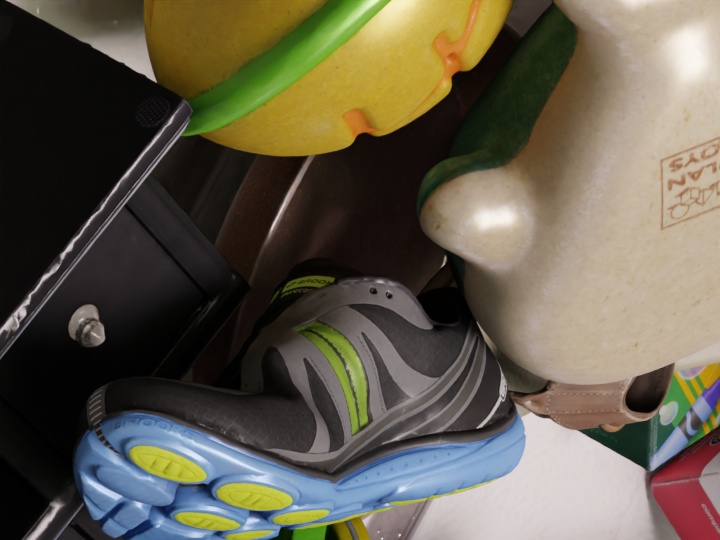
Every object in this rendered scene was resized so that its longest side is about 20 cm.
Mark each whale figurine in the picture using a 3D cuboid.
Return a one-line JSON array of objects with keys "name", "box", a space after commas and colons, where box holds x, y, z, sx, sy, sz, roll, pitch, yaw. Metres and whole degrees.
[{"name": "whale figurine", "box": [0.083, -0.055, 0.951, 0.159, 0.104, 0.200, -22, 142, -13]}]

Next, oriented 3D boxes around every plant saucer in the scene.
[{"name": "plant saucer", "box": [0.000, 0.000, 1.054, 0.200, 0.034, 0.201, -40, 143, -40]}]

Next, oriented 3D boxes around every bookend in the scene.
[{"name": "bookend", "box": [-0.104, 0.058, 0.953, 0.199, 0.092, 0.200, -52, 142, -12]}]

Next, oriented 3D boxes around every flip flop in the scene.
[{"name": "flip flop", "box": [0.096, 0.024, 1.060, 0.199, 0.058, 0.081, -11, 126, -24]}]

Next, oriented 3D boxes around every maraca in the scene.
[{"name": "maraca", "box": [0.005, -0.113, 0.936, 0.107, 0.137, 0.200, 49, 56, -19]}]

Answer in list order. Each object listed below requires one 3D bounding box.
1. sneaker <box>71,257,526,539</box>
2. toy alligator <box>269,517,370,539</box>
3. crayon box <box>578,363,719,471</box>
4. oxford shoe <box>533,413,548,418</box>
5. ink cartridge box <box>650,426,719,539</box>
[{"name": "sneaker", "box": [-0.023, 0.040, 0.931, 0.199, 0.071, 0.083, -6, 79, -53]}, {"name": "toy alligator", "box": [-0.037, 0.139, 1.045, 0.059, 0.054, 0.200, -11, 147, -28]}, {"name": "crayon box", "box": [0.143, -0.033, 1.202, 0.126, 0.052, 0.201, -29, 132, -33]}, {"name": "oxford shoe", "box": [0.095, -0.029, 1.094, 0.073, 0.071, 0.201, -39, 143, -42]}, {"name": "ink cartridge box", "box": [0.238, 0.072, 1.250, 0.147, 0.200, 0.086, -37, 100, -24]}]
